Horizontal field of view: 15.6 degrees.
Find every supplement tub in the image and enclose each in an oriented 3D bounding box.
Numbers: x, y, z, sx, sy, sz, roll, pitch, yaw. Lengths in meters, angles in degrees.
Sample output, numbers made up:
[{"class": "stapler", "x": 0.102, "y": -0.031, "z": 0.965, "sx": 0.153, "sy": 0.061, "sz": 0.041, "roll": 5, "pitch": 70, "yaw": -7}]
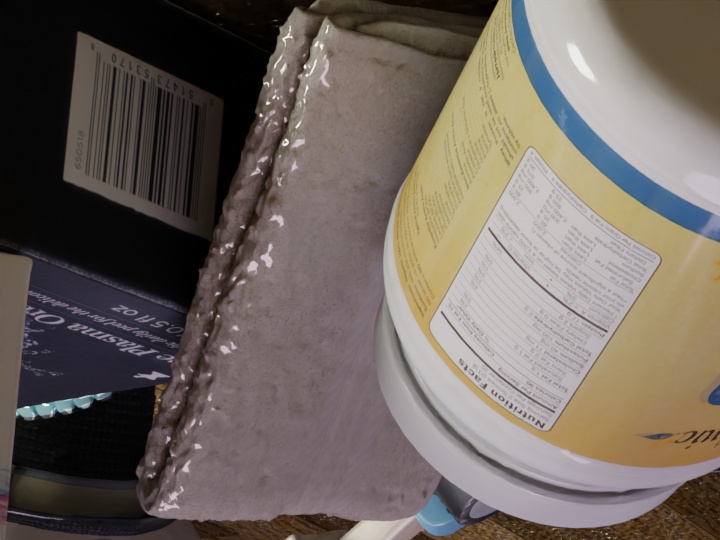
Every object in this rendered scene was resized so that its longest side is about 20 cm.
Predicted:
[{"class": "supplement tub", "x": 0.092, "y": -0.022, "z": 0.829, "sx": 0.145, "sy": 0.145, "sz": 0.200, "roll": 8, "pitch": 142, "yaw": -15}]

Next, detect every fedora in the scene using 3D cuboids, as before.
[{"class": "fedora", "x": -0.168, "y": 0.053, "z": 1.228, "sx": 0.201, "sy": 0.092, "sz": 0.201, "roll": 16, "pitch": -174, "yaw": -2}]

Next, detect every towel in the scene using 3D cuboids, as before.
[{"class": "towel", "x": 0.000, "y": 0.000, "z": 0.932, "sx": 0.132, "sy": 0.200, "sz": 0.034, "roll": 5, "pitch": -157, "yaw": -41}]

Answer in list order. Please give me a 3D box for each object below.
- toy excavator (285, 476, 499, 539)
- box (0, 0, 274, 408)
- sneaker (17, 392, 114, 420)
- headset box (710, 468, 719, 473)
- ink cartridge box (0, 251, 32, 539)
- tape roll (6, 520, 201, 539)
[{"class": "toy excavator", "x": 0.041, "y": 0.077, "z": 1.148, "sx": 0.194, "sy": 0.100, "sz": 0.200, "roll": -35, "pitch": 160, "yaw": -4}, {"class": "box", "x": -0.149, "y": -0.031, "z": 0.968, "sx": 0.200, "sy": 0.117, "sz": 0.197, "roll": -10, "pitch": 157, "yaw": 39}, {"class": "sneaker", "x": -0.083, "y": -0.003, "z": 1.102, "sx": 0.200, "sy": 0.078, "sz": 0.086, "roll": -20, "pitch": 111, "yaw": 17}, {"class": "headset box", "x": 0.221, "y": 0.011, "z": 0.993, "sx": 0.149, "sy": 0.075, "sz": 0.200, "roll": -8, "pitch": -173, "yaw": 26}, {"class": "ink cartridge box", "x": -0.173, "y": 0.099, "z": 0.860, "sx": 0.086, "sy": 0.200, "sz": 0.148, "roll": 12, "pitch": 160, "yaw": -21}, {"class": "tape roll", "x": -0.200, "y": 0.225, "z": 1.615, "sx": 0.139, "sy": 0.203, "sz": 0.203, "roll": -14, "pitch": 155, "yaw": 42}]
